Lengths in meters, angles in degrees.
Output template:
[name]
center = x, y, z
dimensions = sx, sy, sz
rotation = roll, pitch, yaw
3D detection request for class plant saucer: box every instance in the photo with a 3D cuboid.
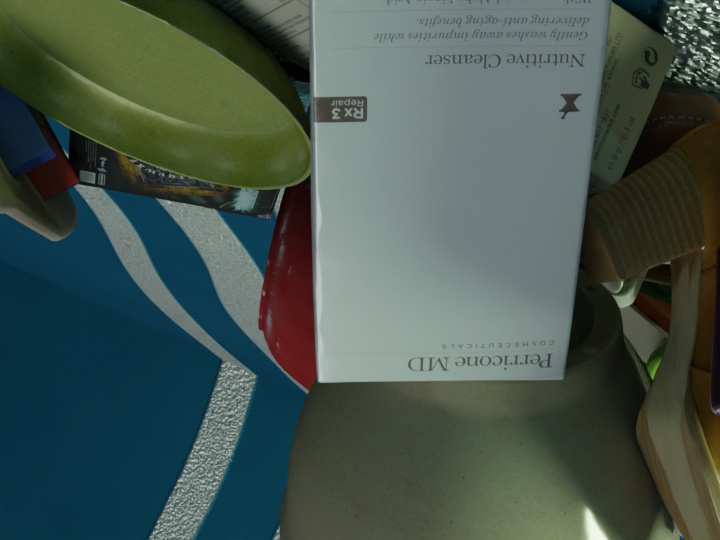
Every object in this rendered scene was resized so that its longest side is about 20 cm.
[plant saucer]
center = -0.109, -0.101, 0.713
dimensions = 0.199, 0.031, 0.200
rotation = 21, 163, 7

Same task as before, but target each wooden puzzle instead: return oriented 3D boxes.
[wooden puzzle]
center = -0.218, -0.112, 0.837
dimensions = 0.186, 0.046, 0.200
rotation = 62, 180, 2

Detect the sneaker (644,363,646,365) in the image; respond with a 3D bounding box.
[sneaker]
center = 0.274, 0.063, 1.001
dimensions = 0.199, 0.147, 0.081
rotation = -8, 142, -22

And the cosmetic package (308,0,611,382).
[cosmetic package]
center = 0.034, -0.054, 0.588
dimensions = 0.112, 0.081, 0.201
rotation = -2, 125, 0

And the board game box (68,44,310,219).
[board game box]
center = -0.102, -0.089, 0.862
dimensions = 0.134, 0.028, 0.200
rotation = 11, 159, -8

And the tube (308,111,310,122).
[tube]
center = -0.110, -0.118, 0.896
dimensions = 0.199, 0.051, 0.077
rotation = 11, 171, -10

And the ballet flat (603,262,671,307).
[ballet flat]
center = 0.172, -0.004, 0.831
dimensions = 0.199, 0.063, 0.069
rotation = 11, 164, 22

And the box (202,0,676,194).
[box]
center = 0.031, -0.113, 0.665
dimensions = 0.199, 0.078, 0.095
rotation = 30, 169, -21

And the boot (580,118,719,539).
[boot]
center = 0.185, 0.031, 0.630
dimensions = 0.071, 0.143, 0.202
rotation = -167, 56, -77

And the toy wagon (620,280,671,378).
[toy wagon]
center = 0.202, 0.035, 0.890
dimensions = 0.199, 0.040, 0.155
rotation = 23, -157, 4

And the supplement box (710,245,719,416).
[supplement box]
center = 0.228, -0.002, 0.506
dimensions = 0.110, 0.086, 0.200
rotation = 29, 138, -15

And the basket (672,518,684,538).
[basket]
center = 0.255, 0.062, 0.698
dimensions = 0.135, 0.201, 0.123
rotation = 18, 173, 33

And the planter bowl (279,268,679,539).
[planter bowl]
center = 0.061, 0.073, 0.704
dimensions = 0.199, 0.200, 0.135
rotation = 20, 125, 27

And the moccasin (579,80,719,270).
[moccasin]
center = 0.117, -0.025, 0.755
dimensions = 0.073, 0.078, 0.201
rotation = 16, 144, -26

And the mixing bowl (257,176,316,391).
[mixing bowl]
center = 0.000, 0.000, 0.895
dimensions = 0.108, 0.201, 0.200
rotation = 12, 169, 1
